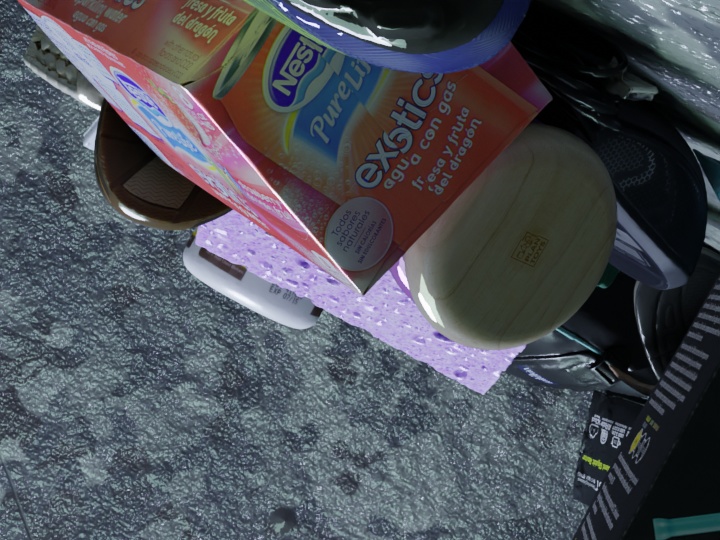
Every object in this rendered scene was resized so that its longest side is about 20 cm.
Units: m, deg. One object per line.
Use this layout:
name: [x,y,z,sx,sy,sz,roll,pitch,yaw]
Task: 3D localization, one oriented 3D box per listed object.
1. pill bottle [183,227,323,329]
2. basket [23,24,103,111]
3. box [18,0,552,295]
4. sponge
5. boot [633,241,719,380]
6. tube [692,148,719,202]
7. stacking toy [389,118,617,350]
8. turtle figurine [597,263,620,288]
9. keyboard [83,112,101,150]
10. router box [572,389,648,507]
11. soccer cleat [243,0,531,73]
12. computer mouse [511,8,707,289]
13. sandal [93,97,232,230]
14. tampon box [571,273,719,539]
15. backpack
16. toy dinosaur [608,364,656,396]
pill bottle: [-0.037,-0.068,1.173,0.109,0.201,0.109,28,-177,-1]
basket: [-0.084,-0.127,0.987,0.199,0.124,0.135,26,-177,-31]
box: [-0.038,-0.083,0.595,0.103,0.095,0.200,48,172,-30]
sponge: [0.000,0.000,0.939,0.199,0.030,0.112,27,159,0]
boot: [0.212,0.026,0.925,0.204,0.073,0.154,45,-155,-27]
tube: [0.209,-0.003,0.764,0.077,0.051,0.200,30,179,30]
stacking toy: [0.015,-0.049,0.657,0.085,0.086,0.200,26,-169,-36]
turtle figurine: [0.053,-0.060,0.899,0.199,0.101,0.150,18,162,42]
keyboard: [-0.110,-0.075,0.883,0.056,0.011,0.200,19,171,-14]
router box: [0.220,0.114,0.798,0.199,0.062,0.150,14,180,-11]
soccer cleat: [-0.044,-0.110,0.455,0.199,0.065,0.084,29,-174,12]
computer mouse: [0.093,-0.059,0.673,0.138,0.053,0.200,33,173,40]
sandal: [-0.080,-0.090,0.764,0.081,0.055,0.201,18,-133,-19]
tampon box: [0.170,0.078,0.561,0.149,0.201,0.126,29,-177,4]
backpack: [0.106,-0.009,1.075,0.175,0.154,0.200,26,166,-25]
toy dinosaur: [0.204,0.057,0.773,0.199,0.061,0.106,-3,164,20]
